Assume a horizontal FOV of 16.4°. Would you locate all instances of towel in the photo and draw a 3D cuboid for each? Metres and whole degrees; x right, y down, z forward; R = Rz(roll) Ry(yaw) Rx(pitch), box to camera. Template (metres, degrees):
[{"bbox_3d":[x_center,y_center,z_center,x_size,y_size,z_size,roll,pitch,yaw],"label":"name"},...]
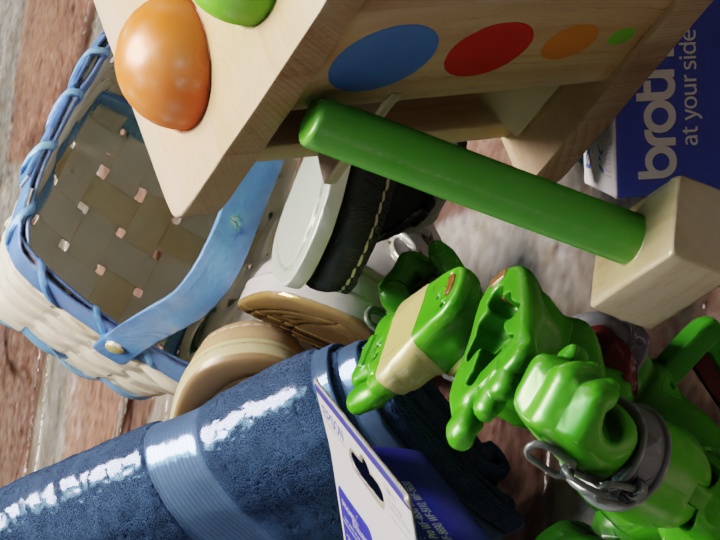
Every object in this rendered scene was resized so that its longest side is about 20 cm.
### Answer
[{"bbox_3d":[-0.048,0.095,0.948,0.199,0.112,0.049,-23,42,26],"label":"towel"}]

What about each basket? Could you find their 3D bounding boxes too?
[{"bbox_3d":[-0.069,-0.039,1.069,0.177,0.139,0.200,-65,12,-26],"label":"basket"}]

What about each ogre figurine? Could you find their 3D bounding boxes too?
[{"bbox_3d":[0.074,0.048,0.809,0.098,0.120,0.200,-62,17,-18],"label":"ogre figurine"}]

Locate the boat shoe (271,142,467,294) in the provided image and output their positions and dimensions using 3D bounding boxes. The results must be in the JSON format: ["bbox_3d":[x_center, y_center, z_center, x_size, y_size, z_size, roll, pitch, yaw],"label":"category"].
[{"bbox_3d":[0.013,-0.051,0.915,0.076,0.060,0.200,-58,11,36],"label":"boat shoe"}]

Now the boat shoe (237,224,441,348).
[{"bbox_3d":[0.000,0.000,0.992,0.200,0.071,0.070,47,-113,-84],"label":"boat shoe"}]

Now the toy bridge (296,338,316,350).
[{"bbox_3d":[-0.018,0.034,1.130,0.067,0.027,0.201,-7,69,62],"label":"toy bridge"}]

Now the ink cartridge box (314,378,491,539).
[{"bbox_3d":[0.028,0.139,0.866,0.099,0.039,0.201,-130,28,-60],"label":"ink cartridge box"}]

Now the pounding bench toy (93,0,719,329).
[{"bbox_3d":[0.012,-0.071,0.724,0.124,0.155,0.201,-51,54,51],"label":"pounding bench toy"}]

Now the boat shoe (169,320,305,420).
[{"bbox_3d":[-0.036,0.071,1.014,0.200,0.071,0.065,82,-171,-56],"label":"boat shoe"}]

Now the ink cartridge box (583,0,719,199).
[{"bbox_3d":[0.117,-0.126,0.788,0.044,0.094,0.201,-135,42,-78],"label":"ink cartridge box"}]

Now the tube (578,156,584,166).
[{"bbox_3d":[0.035,-0.098,0.889,0.050,0.200,0.078,-45,32,21],"label":"tube"}]
